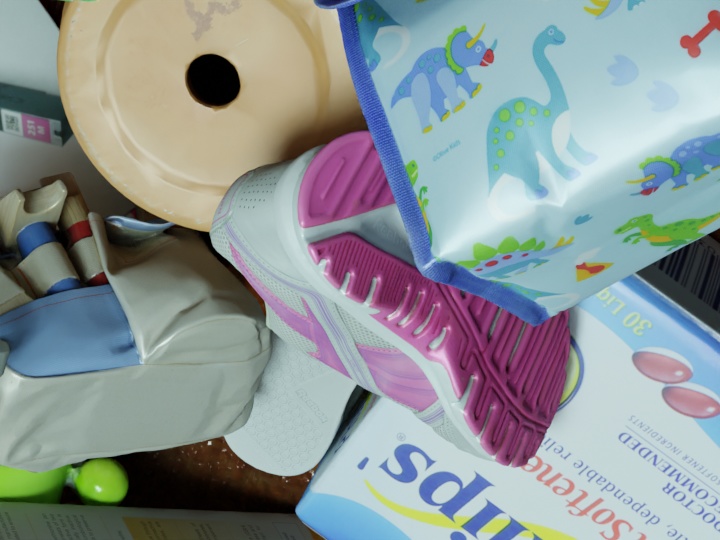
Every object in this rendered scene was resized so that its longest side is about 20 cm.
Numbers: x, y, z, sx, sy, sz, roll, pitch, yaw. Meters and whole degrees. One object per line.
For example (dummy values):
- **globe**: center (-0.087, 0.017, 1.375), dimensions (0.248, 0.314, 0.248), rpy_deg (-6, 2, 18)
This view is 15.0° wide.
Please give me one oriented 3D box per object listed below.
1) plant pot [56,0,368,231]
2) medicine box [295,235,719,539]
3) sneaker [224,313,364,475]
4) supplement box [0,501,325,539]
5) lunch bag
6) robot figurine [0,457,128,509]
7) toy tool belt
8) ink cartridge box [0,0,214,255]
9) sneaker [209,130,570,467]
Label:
- **plant pot**: center (-0.047, -0.103, 1.196), dimensions (0.200, 0.140, 0.200), rpy_deg (6, 115, 13)
- **medicine box**: center (0.104, 0.076, 1.254), dimensions (0.182, 0.103, 0.200), rpy_deg (36, 116, -2)
- **sneaker**: center (0.000, 0.000, 1.240), dimensions (0.071, 0.099, 0.200), rpy_deg (27, 134, -6)
- **supplement box**: center (-0.095, 0.176, 1.285), dimensions (0.200, 0.126, 0.074), rpy_deg (6, 121, -30)
- **lunch bag**: center (0.082, -0.108, 1.054), dimensions (0.170, 0.127, 0.200), rpy_deg (-27, 64, 21)
- **robot figurine**: center (-0.200, 0.092, 1.332), dimensions (0.175, 0.116, 0.200), rpy_deg (19, 115, -1)
- **toy tool belt**: center (-0.144, 0.020, 1.187), dimensions (0.200, 0.123, 0.125), rpy_deg (-7, 139, -28)
- **ink cartridge box**: center (-0.178, -0.020, 1.248), dimensions (0.200, 0.174, 0.044), rpy_deg (56, 148, -9)
- **sneaker**: center (0.014, 0.010, 1.134), dimensions (0.088, 0.081, 0.200), rpy_deg (6, 148, 45)
